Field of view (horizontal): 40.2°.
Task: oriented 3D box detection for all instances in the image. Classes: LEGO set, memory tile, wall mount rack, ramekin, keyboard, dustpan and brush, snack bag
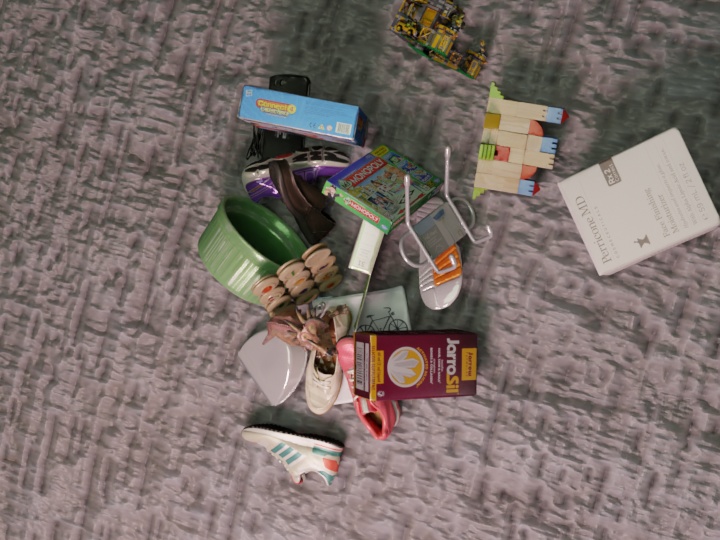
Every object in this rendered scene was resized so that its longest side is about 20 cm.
[{"bbox_3d":[0.145,-0.416,1.651,0.153,0.200,0.116,32,99,35],"label":"LEGO set"},{"bbox_3d":[-0.106,0.023,1.710,0.153,0.200,0.017,-32,70,-4],"label":"memory tile"},{"bbox_3d":[0.135,-0.099,1.638,0.074,0.200,0.174,-24,100,50],"label":"wall mount rack"},{"bbox_3d":[-0.193,-0.032,1.751,0.200,0.200,0.098,46,110,11],"label":"ramekin"},{"bbox_3d":[-0.153,-0.263,1.823,0.103,0.040,0.202,7,92,-7],"label":"keyboard"},{"bbox_3d":[-0.130,0.132,1.800,0.140,0.057,0.200,50,121,27],"label":"dustpan and brush"},{"bbox_3d":[0.012,0.134,1.779,0.187,0.021,0.202,-9,88,18],"label":"snack bag"}]

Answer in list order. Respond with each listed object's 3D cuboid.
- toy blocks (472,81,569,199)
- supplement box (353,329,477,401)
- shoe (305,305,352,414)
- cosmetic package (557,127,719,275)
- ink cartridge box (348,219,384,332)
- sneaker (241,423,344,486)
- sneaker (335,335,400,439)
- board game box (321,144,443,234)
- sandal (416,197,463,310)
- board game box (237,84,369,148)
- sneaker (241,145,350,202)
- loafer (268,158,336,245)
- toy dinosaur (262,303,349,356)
[{"bbox_3d":[0.272,-0.208,1.662,0.136,0.100,0.202,11,103,7],"label":"toy blocks"},{"bbox_3d":[0.093,0.158,1.669,0.198,0.086,0.111,0,91,-21],"label":"supplement box"},{"bbox_3d":[-0.065,0.160,1.764,0.069,0.053,0.202,12,92,19],"label":"shoe"},{"bbox_3d":[0.444,-0.104,1.565,0.199,0.165,0.166,-26,83,16],"label":"cosmetic package"},{"bbox_3d":[0.000,0.000,1.704,0.048,0.146,0.201,18,90,-1],"label":"ink cartridge box"},{"bbox_3d":[-0.131,0.340,1.800,0.198,0.070,0.094,10,88,14],"label":"sneaker"},{"bbox_3d":[0.014,0.206,1.711,0.073,0.087,0.201,-20,108,19],"label":"sneaker"},{"bbox_3d":[0.041,-0.142,1.676,0.134,0.200,0.029,33,127,13],"label":"board game box"},{"bbox_3d":[0.144,-0.027,1.719,0.079,0.059,0.208,-12,66,22],"label":"sandal"},{"bbox_3d":[-0.093,-0.263,1.694,0.198,0.196,0.056,11,94,4],"label":"board game box"},{"bbox_3d":[-0.113,-0.171,1.788,0.198,0.081,0.084,-11,117,5],"label":"sneaker"},{"bbox_3d":[-0.100,-0.131,1.740,0.071,0.200,0.073,-30,49,-1],"label":"loafer"},{"bbox_3d":[-0.108,0.100,1.687,0.199,0.135,0.087,-1,88,32],"label":"toy dinosaur"}]
